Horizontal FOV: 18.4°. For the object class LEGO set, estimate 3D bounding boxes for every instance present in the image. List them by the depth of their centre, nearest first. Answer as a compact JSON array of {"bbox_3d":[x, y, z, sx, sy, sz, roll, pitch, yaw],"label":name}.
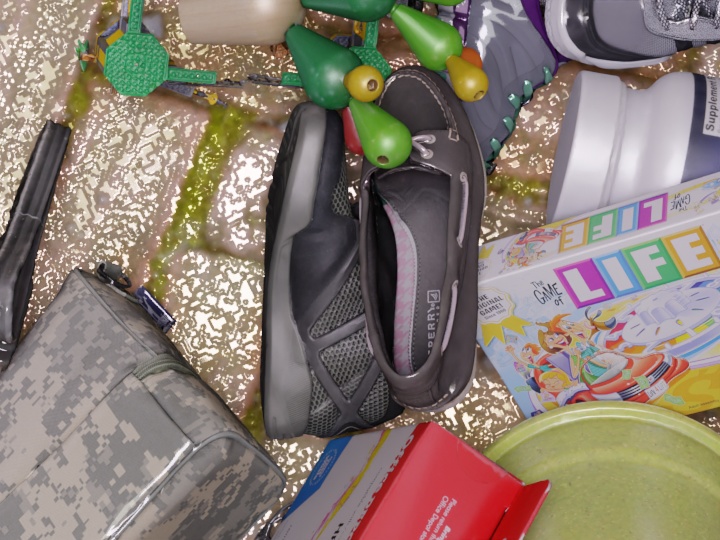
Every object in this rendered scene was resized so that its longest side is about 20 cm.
[{"bbox_3d":[-0.071,-0.170,1.294,0.199,0.116,0.155,-6,108,-13],"label":"LEGO set"}]

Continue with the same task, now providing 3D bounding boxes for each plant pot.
[{"bbox_3d":[0.137,0.200,1.204,0.199,0.184,0.201,2,111,4],"label":"plant pot"}]

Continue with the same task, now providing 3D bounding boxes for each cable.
[{"bbox_3d":[-0.203,-0.015,1.245,0.050,0.097,0.201,14,59,-8],"label":"cable"}]

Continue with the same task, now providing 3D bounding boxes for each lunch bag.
[{"bbox_3d":[-0.165,0.113,1.257,0.200,0.139,0.168,-45,66,-1],"label":"lunch bag"}]

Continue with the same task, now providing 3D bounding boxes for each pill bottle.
[{"bbox_3d":[0.213,-0.050,1.276,0.199,0.116,0.116,11,89,1],"label":"pill bottle"}]

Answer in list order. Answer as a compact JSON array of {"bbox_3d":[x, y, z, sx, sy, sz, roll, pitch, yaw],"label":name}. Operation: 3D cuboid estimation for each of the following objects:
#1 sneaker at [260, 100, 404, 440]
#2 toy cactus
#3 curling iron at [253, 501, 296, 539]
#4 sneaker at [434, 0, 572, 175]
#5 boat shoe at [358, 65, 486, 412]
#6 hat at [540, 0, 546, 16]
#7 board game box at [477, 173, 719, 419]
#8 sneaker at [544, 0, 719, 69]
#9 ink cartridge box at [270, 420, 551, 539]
[{"bbox_3d":[0.000,0.000,1.283,0.114,0.076,0.200,-1,104,-7],"label":"sneaker"},{"bbox_3d":[-0.015,-0.151,1.198,0.164,0.102,0.201,-6,90,20],"label":"toy cactus"},{"bbox_3d":[-0.022,0.235,1.310,0.049,0.026,0.201,-14,88,-8],"label":"curling iron"},{"bbox_3d":[0.077,-0.099,1.284,0.087,0.074,0.201,9,99,5],"label":"sneaker"},{"bbox_3d":[0.032,-0.024,1.205,0.067,0.057,0.201,-8,72,17],"label":"boat shoe"},{"bbox_3d":[0.136,-0.244,1.296,0.199,0.081,0.202,0,90,-1],"label":"hat"},{"bbox_3d":[0.167,0.021,1.236,0.199,0.034,0.135,-17,126,24],"label":"board game box"},{"bbox_3d":[0.208,-0.158,1.249,0.199,0.114,0.076,-12,99,-25],"label":"sneaker"},{"bbox_3d":[0.015,0.149,1.211,0.067,0.200,0.116,35,71,-13],"label":"ink cartridge box"}]
